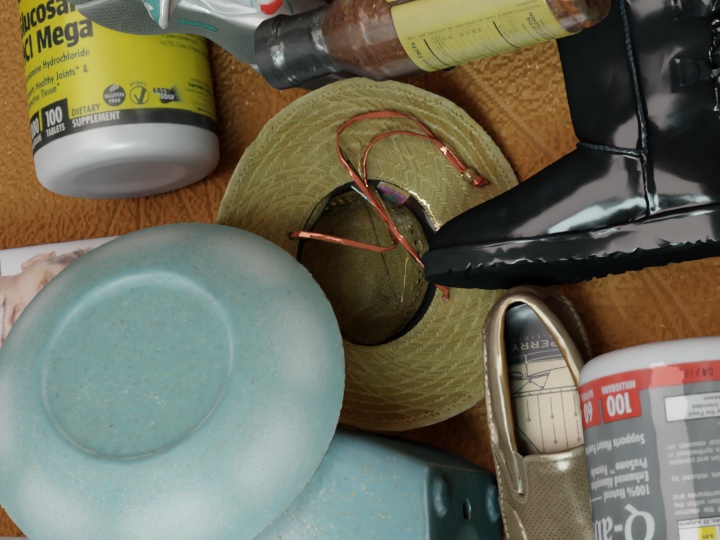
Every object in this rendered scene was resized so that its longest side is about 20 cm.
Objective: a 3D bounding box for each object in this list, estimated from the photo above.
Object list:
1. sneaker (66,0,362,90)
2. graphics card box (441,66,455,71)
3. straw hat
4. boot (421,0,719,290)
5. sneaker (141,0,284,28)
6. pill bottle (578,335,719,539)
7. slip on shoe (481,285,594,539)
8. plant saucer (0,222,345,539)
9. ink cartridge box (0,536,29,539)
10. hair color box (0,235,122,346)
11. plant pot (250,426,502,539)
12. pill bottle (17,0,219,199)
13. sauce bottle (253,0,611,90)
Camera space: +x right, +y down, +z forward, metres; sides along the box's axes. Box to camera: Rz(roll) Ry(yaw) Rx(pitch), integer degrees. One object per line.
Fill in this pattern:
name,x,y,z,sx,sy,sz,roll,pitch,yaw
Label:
sneaker,-0.067,-0.164,1.384,0.070,0.200,0.080,126,162,-65
graphics card box,0.025,-0.227,1.387,0.125,0.051,0.200,-46,62,20
straw hat,0.000,0.000,1.347,0.085,0.201,0.201,142,123,-67
boot,0.122,-0.080,1.281,0.198,0.073,0.163,-10,78,21
sneaker,-0.037,-0.191,1.325,0.200,0.070,0.094,-15,79,0
pill bottle,0.175,0.139,1.199,0.116,0.116,0.200,-12,77,32
slip on shoe,0.107,0.104,1.265,0.076,0.061,0.200,-10,81,9
plant saucer,-0.108,0.056,1.228,0.201,0.039,0.201,-7,62,13
ink cartridge box,-0.213,0.277,1.469,0.116,0.067,0.200,-41,62,23
hair color box,-0.208,0.037,1.501,0.200,0.060,0.100,-6,81,32
plant pot,-0.031,0.170,1.294,0.200,0.196,0.197,-7,80,23
pill bottle,-0.151,-0.152,1.456,0.112,0.112,0.200,-15,75,31
sauce bottle,0.035,-0.139,1.280,0.200,0.066,0.066,-10,78,31
